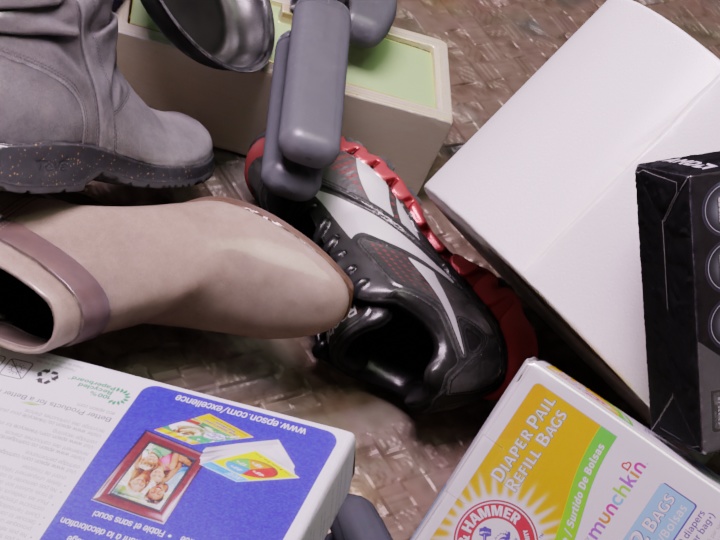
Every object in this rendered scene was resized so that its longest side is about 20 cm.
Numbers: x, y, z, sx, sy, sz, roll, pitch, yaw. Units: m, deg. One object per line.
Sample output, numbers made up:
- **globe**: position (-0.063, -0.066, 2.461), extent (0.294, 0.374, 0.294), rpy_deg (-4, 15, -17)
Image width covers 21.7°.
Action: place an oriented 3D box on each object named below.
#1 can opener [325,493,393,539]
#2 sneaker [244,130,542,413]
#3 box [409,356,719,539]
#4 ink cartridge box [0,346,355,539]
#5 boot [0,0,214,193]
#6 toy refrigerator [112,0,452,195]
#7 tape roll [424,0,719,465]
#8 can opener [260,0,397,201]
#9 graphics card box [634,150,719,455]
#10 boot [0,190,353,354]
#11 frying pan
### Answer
- **can opener**: position (0.018, 0.180, 0.812), extent (0.078, 0.064, 0.201), rpy_deg (4, 46, -23)
- **sneaker**: position (0.000, 0.000, 0.979), extent (0.200, 0.071, 0.098), rpy_deg (45, 42, 17)
- **box**: position (0.130, 0.139, 0.851), extent (0.200, 0.113, 0.101), rpy_deg (35, 3, 8)
- **ink cartridge box**: position (-0.127, 0.118, 0.770), extent (0.197, 0.047, 0.200), rpy_deg (14, 42, 16)
- **boot**: position (-0.127, -0.107, 0.916), extent (0.069, 0.132, 0.200), rpy_deg (6, 7, 21)
- **toy refrigerator**: position (-0.050, -0.113, 1.069), extent (0.199, 0.070, 0.076), rpy_deg (14, 43, -14)
- **tape roll**: position (0.149, -0.020, 0.953), extent (0.203, 0.139, 0.203), rpy_deg (46, 0, 0)
- **can opener**: position (-0.015, -0.118, 1.006), extent (0.066, 0.053, 0.201), rpy_deg (19, 45, -10)
- **graphics card box**: position (0.222, 0.001, 0.841), extent (0.199, 0.126, 0.051), rpy_deg (-9, 13, -20)
- **boot**: position (-0.117, 0.006, 0.886), extent (0.199, 0.071, 0.146), rpy_deg (14, 17, 14)
- **frying pan**: position (-0.100, -0.189, 0.998), extent (0.115, 0.031, 0.191), rpy_deg (-7, 73, -61)
